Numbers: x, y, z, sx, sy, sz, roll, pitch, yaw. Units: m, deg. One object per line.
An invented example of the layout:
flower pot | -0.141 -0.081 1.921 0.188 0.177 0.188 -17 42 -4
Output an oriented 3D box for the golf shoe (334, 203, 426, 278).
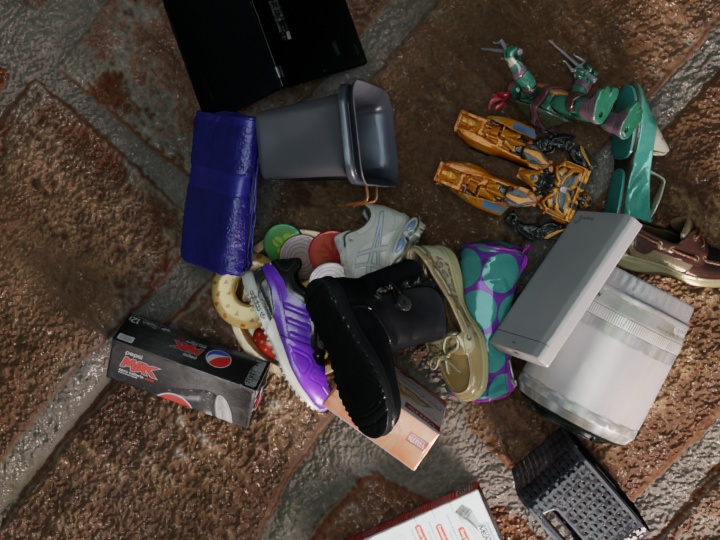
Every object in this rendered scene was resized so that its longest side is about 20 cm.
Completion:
golf shoe | 0.000 0.000 1.583 0.097 0.078 0.201 29 56 1

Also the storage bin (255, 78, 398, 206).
storage bin | -0.040 -0.149 1.562 0.133 0.200 0.147 -6 92 16

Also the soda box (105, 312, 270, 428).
soda box | -0.222 0.129 1.631 0.199 0.063 0.071 19 124 4

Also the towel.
towel | -0.172 -0.100 1.600 0.049 0.147 0.201 4 98 -34

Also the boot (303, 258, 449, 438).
boot | 0.041 0.083 1.457 0.076 0.167 0.201 -45 63 45

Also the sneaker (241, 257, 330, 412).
sneaker | -0.065 0.074 1.577 0.099 0.070 0.201 -26 91 2

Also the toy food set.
toy food set | -0.078 0.040 1.635 0.197 0.049 0.201 -33 89 5

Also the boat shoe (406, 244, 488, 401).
boat shoe | 0.100 0.065 1.555 0.073 0.062 0.201 -29 71 36

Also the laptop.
laptop | -0.127 -0.318 1.646 0.199 0.116 0.188 -20 91 -24

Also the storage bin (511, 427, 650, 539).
storage bin | 0.265 0.278 1.541 0.094 0.200 0.135 -42 89 6

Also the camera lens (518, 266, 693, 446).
camera lens | 0.299 0.102 1.552 0.159 0.160 0.201 27 94 3

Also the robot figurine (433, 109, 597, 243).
robot figurine | 0.201 -0.121 1.602 0.199 0.058 0.146 21 92 4

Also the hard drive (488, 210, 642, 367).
hard drive | 0.242 0.018 1.508 0.027 0.132 0.200 38 82 -18

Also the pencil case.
pencil case | 0.161 0.063 1.600 0.092 0.085 0.201 6 93 19

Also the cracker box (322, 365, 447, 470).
cracker box | 0.034 0.163 1.554 0.134 0.200 0.058 36 99 2

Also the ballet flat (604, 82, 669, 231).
ballet flat | 0.351 -0.133 1.595 0.070 0.067 0.201 5 94 -17

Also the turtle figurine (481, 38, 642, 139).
turtle figurine | 0.244 -0.222 1.569 0.200 0.149 0.101 31 116 42

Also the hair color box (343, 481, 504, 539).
hair color box | 0.083 0.365 1.628 0.199 0.064 0.111 -24 89 6

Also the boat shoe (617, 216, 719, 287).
boat shoe | 0.396 -0.031 1.560 0.199 0.072 0.072 10 115 -12
